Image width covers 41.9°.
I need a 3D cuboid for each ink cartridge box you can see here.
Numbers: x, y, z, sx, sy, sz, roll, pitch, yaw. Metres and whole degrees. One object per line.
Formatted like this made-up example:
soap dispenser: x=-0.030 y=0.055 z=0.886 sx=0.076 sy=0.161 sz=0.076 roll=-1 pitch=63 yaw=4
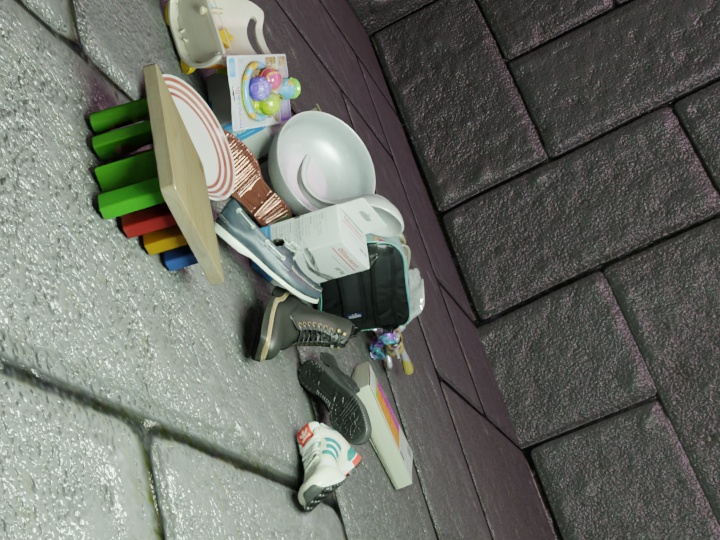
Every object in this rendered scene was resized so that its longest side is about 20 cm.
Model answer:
ink cartridge box: x=-0.182 y=-0.248 z=1.664 sx=0.200 sy=0.084 sz=0.147 roll=52 pitch=19 yaw=-48
ink cartridge box: x=-0.063 y=-0.037 z=1.490 sx=0.116 sy=0.198 sz=0.067 roll=44 pitch=35 yaw=-57

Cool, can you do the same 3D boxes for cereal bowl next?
cereal bowl: x=-0.076 y=-0.163 z=1.604 sx=0.198 sy=0.083 sz=0.202 roll=15 pitch=63 yaw=-31

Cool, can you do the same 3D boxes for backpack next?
backpack: x=0.000 y=0.000 z=1.660 sx=0.154 sy=0.173 sz=0.201 roll=-96 pitch=180 yaw=-46

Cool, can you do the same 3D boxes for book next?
book: x=0.043 y=0.278 z=1.714 sx=0.134 sy=0.048 sz=0.202 roll=-72 pitch=137 yaw=-75

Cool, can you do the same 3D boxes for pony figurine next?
pony figurine: x=0.062 y=0.110 z=1.921 sx=0.200 sy=0.164 sz=0.195 roll=75 pitch=4 yaw=-69

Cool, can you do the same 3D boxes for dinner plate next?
dinner plate: x=-0.251 y=-0.192 z=1.381 sx=0.201 sy=0.024 sz=0.201 roll=53 pitch=24 yaw=-35

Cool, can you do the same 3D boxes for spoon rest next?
spoon rest: x=-0.019 y=-0.108 z=1.522 sx=0.199 sy=0.061 sz=0.099 roll=31 pitch=-24 yaw=-5

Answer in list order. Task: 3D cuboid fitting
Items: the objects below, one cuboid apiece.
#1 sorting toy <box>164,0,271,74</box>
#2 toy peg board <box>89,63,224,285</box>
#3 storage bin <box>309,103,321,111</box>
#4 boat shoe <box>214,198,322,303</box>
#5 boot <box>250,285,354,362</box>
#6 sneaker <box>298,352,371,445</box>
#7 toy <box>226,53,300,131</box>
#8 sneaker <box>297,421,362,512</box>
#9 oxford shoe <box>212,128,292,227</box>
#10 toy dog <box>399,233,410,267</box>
sorting toy: x=-0.219 y=-0.401 z=1.584 sx=0.179 sy=0.107 sz=0.202 roll=-2 pitch=65 yaw=-43
toy peg board: x=-0.253 y=-0.104 z=1.151 sx=0.200 sy=0.097 sz=0.202 roll=75 pitch=0 yaw=-57
storage bin: x=-0.060 y=-0.219 z=2.032 sx=0.200 sy=0.093 sz=0.200 roll=51 pitch=11 yaw=-50
boat shoe: x=-0.128 y=-0.027 z=1.383 sx=0.199 sy=0.062 sz=0.075 roll=38 pitch=-1 yaw=-14
boot: x=-0.076 y=0.089 z=1.342 sx=0.137 sy=0.078 sz=0.200 roll=21 pitch=22 yaw=-3
sneaker: x=-0.027 y=0.196 z=1.456 sx=0.200 sy=0.060 sz=0.104 roll=46 pitch=9 yaw=34
toy: x=-0.149 y=-0.295 z=1.540 sx=0.200 sy=0.047 sz=0.117 roll=-33 pitch=121 yaw=-66
sneaker: x=-0.062 y=0.262 z=1.295 sx=0.094 sy=0.070 sz=0.200 roll=49 pitch=12 yaw=7
oxford shoe: x=-0.191 y=-0.142 z=1.524 sx=0.201 sy=0.071 sz=0.074 roll=57 pitch=-14 yaw=-22
toy dog: x=0.048 y=-0.038 z=2.115 sx=0.201 sy=0.138 sz=0.196 roll=-94 pitch=169 yaw=-58
